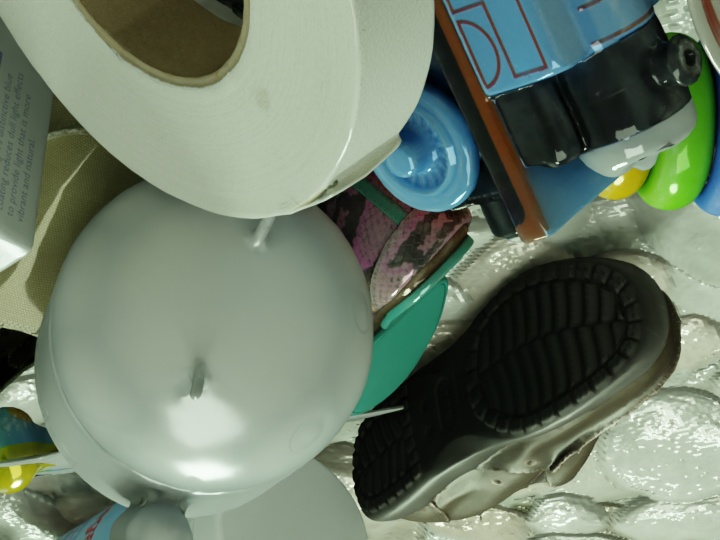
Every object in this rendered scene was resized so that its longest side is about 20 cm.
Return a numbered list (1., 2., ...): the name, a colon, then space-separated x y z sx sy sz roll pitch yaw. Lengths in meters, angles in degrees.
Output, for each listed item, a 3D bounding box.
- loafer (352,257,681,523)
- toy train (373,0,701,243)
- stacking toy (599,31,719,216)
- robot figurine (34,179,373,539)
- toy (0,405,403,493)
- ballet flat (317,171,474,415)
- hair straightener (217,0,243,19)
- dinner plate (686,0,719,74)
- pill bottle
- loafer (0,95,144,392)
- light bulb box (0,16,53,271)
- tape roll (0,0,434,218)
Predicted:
1. loafer: 0.076 0.055 1.114 0.071 0.074 0.200 14 149 -33
2. toy train: 0.036 -0.105 0.803 0.114 0.087 0.201 -14 105 45
3. stacking toy: 0.107 -0.057 0.925 0.198 0.086 0.086 2 145 -7
4. robot figurine: -0.059 0.028 0.920 0.112 0.171 0.200 11 167 -9
5. toy: -0.092 0.060 1.095 0.199 0.048 0.115 -8 175 -44
6. ballet flat: 0.000 0.000 1.016 0.071 0.069 0.200 46 165 8
7. hair straightener: -0.008 -0.073 0.948 0.076 0.041 0.200 -17 146 24
8. dinner plate: 0.176 -0.137 0.799 0.199 0.024 0.202 -16 125 -24
9. pill bottle: -0.085 0.154 1.195 0.108 0.110 0.200 23 145 -28
10. loafer: -0.124 -0.006 1.024 0.076 0.068 0.200 16 142 -21
11. light bulb box: -0.244 -0.058 0.904 0.198 0.126 0.199 -29 134 36
12. tape roll: -0.059 -0.111 0.794 0.202 0.037 0.204 32 141 30
